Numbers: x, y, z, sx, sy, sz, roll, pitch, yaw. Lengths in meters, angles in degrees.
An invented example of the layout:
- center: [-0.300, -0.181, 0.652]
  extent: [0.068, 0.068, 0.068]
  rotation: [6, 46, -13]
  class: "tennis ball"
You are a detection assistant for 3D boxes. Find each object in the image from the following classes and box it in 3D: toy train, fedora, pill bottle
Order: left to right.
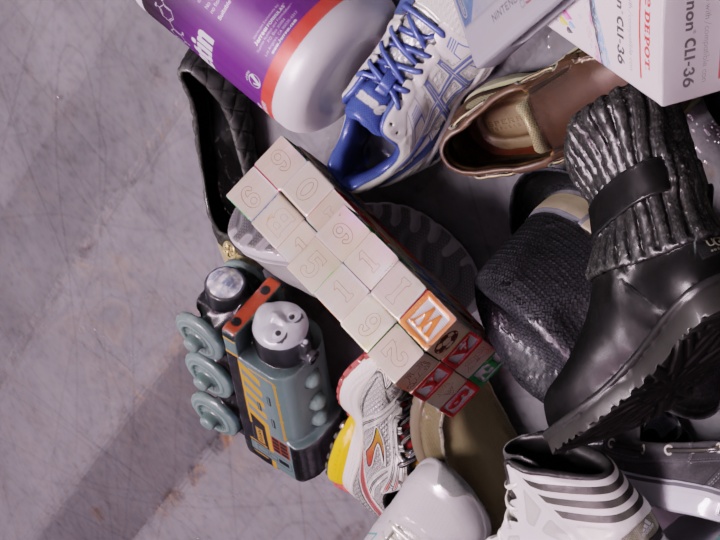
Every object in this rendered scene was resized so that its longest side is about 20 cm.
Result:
- center: [-0.078, -0.191, 1.726]
  extent: [0.200, 0.112, 0.113]
  rotation: [40, 139, 19]
  class: "pill bottle"
- center: [-0.070, 0.075, 1.910]
  extent: [0.114, 0.085, 0.200]
  rotation: [30, 152, 23]
  class: "toy train"
- center: [0.141, 0.034, 1.640]
  extent: [0.201, 0.091, 0.201]
  rotation: [45, 157, 25]
  class: "fedora"

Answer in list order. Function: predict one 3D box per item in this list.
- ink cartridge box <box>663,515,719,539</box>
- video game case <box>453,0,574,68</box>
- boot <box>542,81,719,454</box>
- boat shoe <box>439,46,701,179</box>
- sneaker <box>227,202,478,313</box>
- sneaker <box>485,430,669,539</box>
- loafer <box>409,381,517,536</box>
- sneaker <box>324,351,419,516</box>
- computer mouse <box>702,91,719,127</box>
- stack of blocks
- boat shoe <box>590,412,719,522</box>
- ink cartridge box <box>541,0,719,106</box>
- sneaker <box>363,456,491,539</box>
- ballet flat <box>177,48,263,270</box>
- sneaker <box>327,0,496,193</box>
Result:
- center: [0.266, 0.241, 1.650]
  extent: [0.200, 0.146, 0.147]
  rotation: [-21, 101, 51]
  class: "ink cartridge box"
- center: [0.076, -0.241, 1.523]
  extent: [0.182, 0.022, 0.201]
  rotation: [-36, 71, 67]
  class: "video game case"
- center: [0.153, 0.000, 1.525]
  extent: [0.211, 0.079, 0.158]
  rotation: [-49, 59, 44]
  class: "boot"
- center: [0.131, -0.097, 1.600]
  extent: [0.202, 0.075, 0.075]
  rotation: [-21, 101, 46]
  class: "boat shoe"
- center: [0.005, -0.007, 1.825]
  extent: [0.199, 0.075, 0.082]
  rotation: [21, 165, 29]
  class: "sneaker"
- center: [0.115, 0.163, 1.707]
  extent: [0.200, 0.076, 0.116]
  rotation: [-19, 103, 46]
  class: "sneaker"
- center: [0.093, 0.147, 1.826]
  extent: [0.067, 0.076, 0.201]
  rotation: [12, 135, 40]
  class: "loafer"
- center: [0.033, 0.110, 1.857]
  extent: [0.082, 0.078, 0.201]
  rotation: [41, 148, 25]
  class: "sneaker"
- center: [0.297, -0.075, 1.484]
  extent: [0.199, 0.046, 0.141]
  rotation: [13, 141, 43]
  class: "computer mouse"
- center: [0.000, 0.000, 1.708]
  extent: [0.200, 0.059, 0.115]
  rotation: [47, -174, 25]
  class: "stack of blocks"
- center: [0.198, 0.124, 1.702]
  extent: [0.200, 0.070, 0.067]
  rotation: [8, 85, 64]
  class: "boat shoe"
- center: [0.169, -0.174, 1.463]
  extent: [0.200, 0.067, 0.117]
  rotation: [42, 142, 51]
  class: "ink cartridge box"
- center: [0.035, 0.201, 1.812]
  extent: [0.070, 0.080, 0.201]
  rotation: [44, 150, 13]
  class: "sneaker"
- center: [-0.104, -0.080, 1.876]
  extent: [0.066, 0.057, 0.201]
  rotation: [18, 129, 37]
  class: "ballet flat"
- center: [0.035, -0.126, 1.677]
  extent: [0.075, 0.088, 0.201]
  rotation: [39, 137, 22]
  class: "sneaker"
